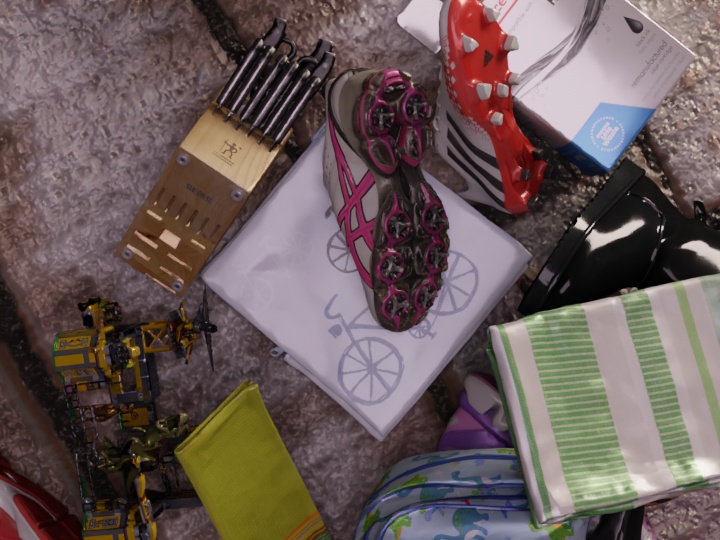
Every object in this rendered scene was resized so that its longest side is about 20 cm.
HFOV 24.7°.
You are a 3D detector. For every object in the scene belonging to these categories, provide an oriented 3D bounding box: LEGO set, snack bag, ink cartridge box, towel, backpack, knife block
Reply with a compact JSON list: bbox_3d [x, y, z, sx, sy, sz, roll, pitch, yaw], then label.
[{"bbox_3d":[-0.138,0.112,1.205,0.116,0.154,0.200,-7,88,13],"label":"LEGO set"},{"bbox_3d":[0.000,0.000,1.279,0.200,0.021,0.189,39,89,3],"label":"snack bag"},{"bbox_3d":[0.140,-0.178,1.268,0.200,0.068,0.116,37,88,-4],"label":"ink cartridge box"},{"bbox_3d":[0.196,0.088,1.148,0.200,0.023,0.153,-11,75,-14],"label":"towel"},{"bbox_3d":[0.094,0.203,1.195,0.200,0.154,0.163,12,114,20],"label":"backpack"},{"bbox_3d":[-0.095,-0.096,1.262,0.064,0.200,0.176,34,43,-3],"label":"knife block"},{"bbox_3d":[-0.068,0.184,1.222,0.086,0.018,0.200,-46,126,-35],"label":"towel"}]

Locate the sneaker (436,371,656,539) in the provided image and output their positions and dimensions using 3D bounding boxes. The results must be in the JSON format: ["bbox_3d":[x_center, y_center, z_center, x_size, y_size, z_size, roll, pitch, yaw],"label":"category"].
[{"bbox_3d":[0.139,0.170,1.274,0.200,0.080,0.088,39,94,1],"label":"sneaker"}]

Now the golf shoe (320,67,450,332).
[{"bbox_3d":[0.014,-0.054,1.243,0.073,0.092,0.200,-13,104,-35],"label":"golf shoe"}]

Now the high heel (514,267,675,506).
[{"bbox_3d":[0.185,0.093,1.289,0.200,0.071,0.143,31,119,15],"label":"high heel"}]

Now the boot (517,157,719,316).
[{"bbox_3d":[0.225,0.011,1.232,0.162,0.073,0.198,37,46,7],"label":"boot"}]

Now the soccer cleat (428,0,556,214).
[{"bbox_3d":[0.081,-0.120,1.219,0.069,0.085,0.200,-58,140,-31],"label":"soccer cleat"}]

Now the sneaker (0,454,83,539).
[{"bbox_3d":[-0.286,0.212,1.246,0.200,0.078,0.116,45,96,8],"label":"sneaker"}]
